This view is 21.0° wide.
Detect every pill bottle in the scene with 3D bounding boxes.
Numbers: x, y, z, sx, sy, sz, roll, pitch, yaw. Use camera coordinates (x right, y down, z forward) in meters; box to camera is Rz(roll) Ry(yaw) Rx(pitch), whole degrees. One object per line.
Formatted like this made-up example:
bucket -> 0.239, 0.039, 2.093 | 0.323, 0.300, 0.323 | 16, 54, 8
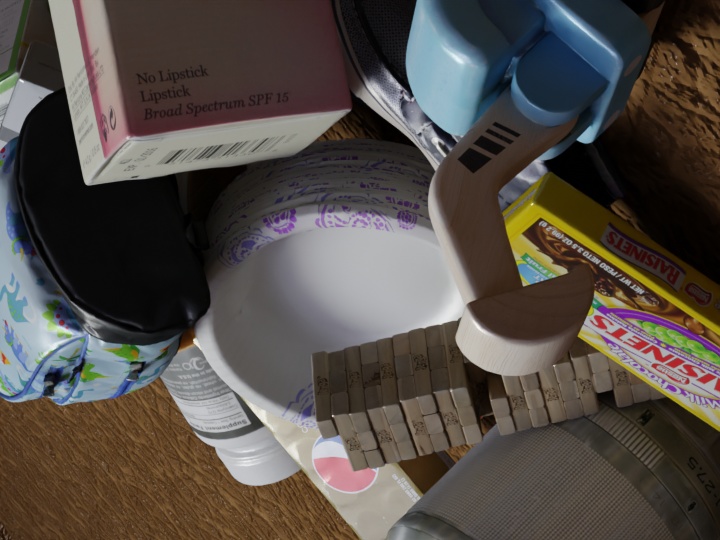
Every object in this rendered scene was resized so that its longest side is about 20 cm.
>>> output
pill bottle -> -0.107, 0.071, 1.588 | 0.114, 0.114, 0.201 | 20, 146, 51

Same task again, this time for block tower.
block tower -> 0.074, 0.061, 1.131 | 0.054, 0.198, 0.058 | -97, -9, -45

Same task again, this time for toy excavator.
toy excavator -> 0.067, -0.076, 0.870 | 0.194, 0.200, 0.100 | 43, 159, 14

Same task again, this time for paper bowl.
paper bowl -> 0.000, 0.000, 1.190 | 0.199, 0.105, 0.202 | 3, 137, 3

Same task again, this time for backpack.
backpack -> -0.168, 0.003, 1.172 | 0.200, 0.153, 0.164 | 101, 146, -75

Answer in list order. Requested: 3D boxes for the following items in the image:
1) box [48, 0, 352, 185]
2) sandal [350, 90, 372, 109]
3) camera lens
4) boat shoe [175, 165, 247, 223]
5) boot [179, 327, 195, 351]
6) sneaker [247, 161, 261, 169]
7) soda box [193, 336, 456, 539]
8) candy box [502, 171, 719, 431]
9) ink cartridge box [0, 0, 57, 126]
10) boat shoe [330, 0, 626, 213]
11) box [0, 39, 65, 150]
box -> -0.095, -0.160, 1.039 | 0.109, 0.127, 0.202 | 152, 107, -68
sandal -> -0.032, -0.137, 1.159 | 0.199, 0.043, 0.077 | 21, 129, 45
camera lens -> 0.124, 0.163, 1.169 | 0.160, 0.200, 0.160 | 40, 157, 20
boat shoe -> -0.117, -0.094, 1.198 | 0.069, 0.071, 0.202 | 9, 118, 24
boot -> -0.168, 0.005, 1.478 | 0.070, 0.145, 0.201 | 22, 141, -38
sneaker -> -0.115, -0.147, 1.301 | 0.200, 0.078, 0.140 | 50, 154, -14
soda box -> -0.023, 0.094, 1.367 | 0.068, 0.064, 0.200 | -37, 95, 30
candy box -> 0.157, 0.027, 1.032 | 0.199, 0.027, 0.102 | 33, 158, -6
ink cartridge box -> -0.214, -0.162, 1.375 | 0.059, 0.201, 0.104 | -24, 131, 25
boat shoe -> 0.064, -0.094, 1.044 | 0.200, 0.075, 0.092 | 49, 151, -18
box -> -0.176, -0.050, 1.309 | 0.155, 0.041, 0.200 | 21, 139, -11
